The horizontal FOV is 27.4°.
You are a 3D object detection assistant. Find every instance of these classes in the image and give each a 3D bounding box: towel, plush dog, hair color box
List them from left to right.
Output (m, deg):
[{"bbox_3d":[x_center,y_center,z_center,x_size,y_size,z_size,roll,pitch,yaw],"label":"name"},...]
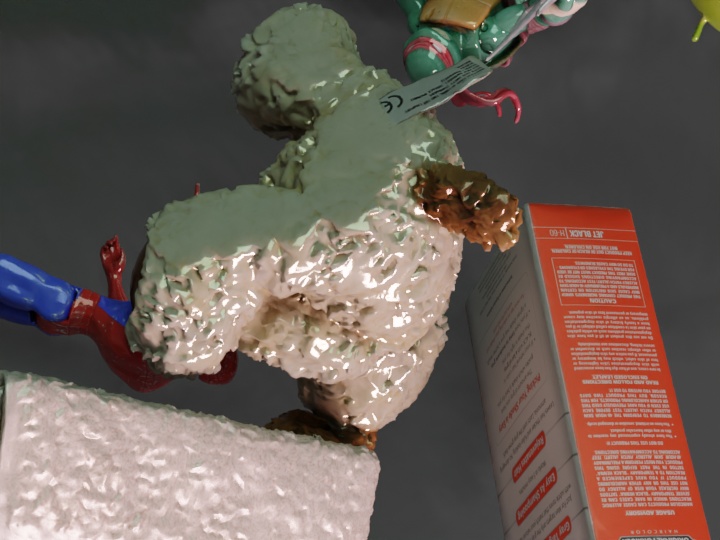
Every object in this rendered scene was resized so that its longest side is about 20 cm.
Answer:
[{"bbox_3d":[-0.080,0.121,0.604,0.199,0.034,0.134,15,83,-35],"label":"towel"},{"bbox_3d":[0.000,0.000,0.693,0.159,0.172,0.201,13,58,14],"label":"plush dog"},{"bbox_3d":[0.106,0.078,0.717,0.061,0.102,0.202,2,59,-15],"label":"hair color box"}]

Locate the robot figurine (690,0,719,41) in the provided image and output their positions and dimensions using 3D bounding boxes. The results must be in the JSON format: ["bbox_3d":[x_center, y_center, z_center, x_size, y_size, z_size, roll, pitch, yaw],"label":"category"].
[{"bbox_3d":[0.290,-0.216,0.931,0.198,0.116,0.177,-20,101,-2],"label":"robot figurine"}]

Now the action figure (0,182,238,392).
[{"bbox_3d":[-0.144,-0.008,0.714,0.198,0.065,0.100,23,64,-2],"label":"action figure"}]

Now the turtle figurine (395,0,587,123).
[{"bbox_3d":[0.063,-0.164,0.856,0.148,0.101,0.200,20,44,14],"label":"turtle figurine"}]
